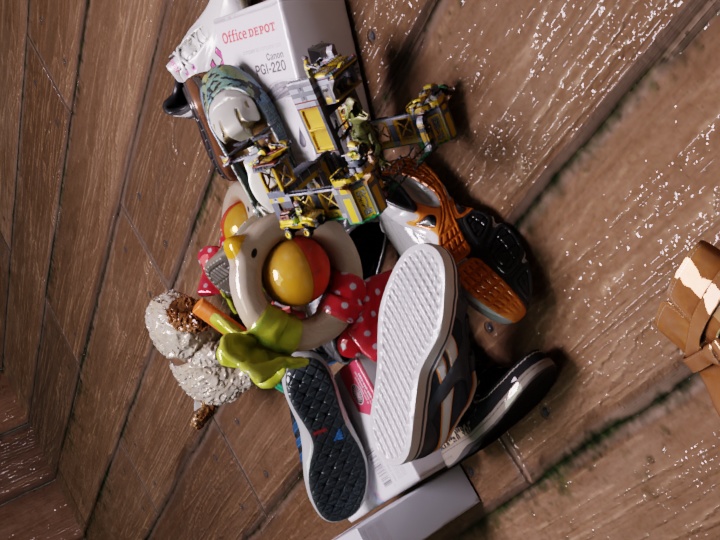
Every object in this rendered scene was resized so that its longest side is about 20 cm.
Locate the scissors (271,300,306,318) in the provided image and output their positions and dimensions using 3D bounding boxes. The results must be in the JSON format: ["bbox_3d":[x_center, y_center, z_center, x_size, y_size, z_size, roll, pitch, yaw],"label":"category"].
[{"bbox_3d":[-0.100,0.041,1.145,0.200,0.072,0.014,90,177,-72],"label":"scissors"}]

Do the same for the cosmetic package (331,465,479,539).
[{"bbox_3d":[0.026,0.299,1.086,0.052,0.149,0.200,60,147,13],"label":"cosmetic package"}]

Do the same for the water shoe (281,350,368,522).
[{"bbox_3d":[-0.038,0.174,1.049,0.079,0.070,0.203,-124,22,-72],"label":"water shoe"}]

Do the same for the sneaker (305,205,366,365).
[{"bbox_3d":[-0.029,0.021,1.088,0.082,0.072,0.202,45,132,37],"label":"sneaker"}]

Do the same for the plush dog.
[{"bbox_3d":[-0.224,0.101,1.300,0.172,0.161,0.199,51,154,-21],"label":"plush dog"}]

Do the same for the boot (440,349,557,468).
[{"bbox_3d":[0.098,0.091,0.933,0.152,0.072,0.201,57,150,18],"label":"boot"}]

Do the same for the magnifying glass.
[{"bbox_3d":[-0.127,0.100,1.219,0.199,0.023,0.079,36,138,-17],"label":"magnifying glass"}]

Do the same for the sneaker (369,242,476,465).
[{"bbox_3d":[0.061,0.071,0.856,0.078,0.079,0.203,28,114,43],"label":"sneaker"}]

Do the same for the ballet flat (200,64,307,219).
[{"bbox_3d":[-0.104,-0.121,0.945,0.202,0.074,0.074,58,147,7],"label":"ballet flat"}]

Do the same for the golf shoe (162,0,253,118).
[{"bbox_3d":[-0.178,-0.250,1.120,0.073,0.091,0.201,54,144,22],"label":"golf shoe"}]

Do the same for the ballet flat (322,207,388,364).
[{"bbox_3d":[0.000,0.000,0.980,0.057,0.065,0.203,-135,50,-55],"label":"ballet flat"}]

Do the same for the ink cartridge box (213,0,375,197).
[{"bbox_3d":[-0.065,-0.181,0.999,0.145,0.084,0.204,5,111,55],"label":"ink cartridge box"}]

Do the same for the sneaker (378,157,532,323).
[{"bbox_3d":[0.085,-0.017,0.898,0.200,0.075,0.093,49,160,29],"label":"sneaker"}]

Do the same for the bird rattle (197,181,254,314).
[{"bbox_3d":[-0.143,-0.033,1.226,0.200,0.111,0.166,-145,58,-66],"label":"bird rattle"}]

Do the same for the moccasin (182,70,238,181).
[{"bbox_3d":[-0.151,-0.170,1.125,0.202,0.077,0.074,80,166,-62],"label":"moccasin"}]

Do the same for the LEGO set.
[{"bbox_3d":[-0.016,-0.130,0.834,0.152,0.200,0.117,2,125,46],"label":"LEGO set"}]

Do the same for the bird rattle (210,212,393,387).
[{"bbox_3d":[-0.045,0.023,0.887,0.112,0.197,0.166,-165,57,-71],"label":"bird rattle"}]

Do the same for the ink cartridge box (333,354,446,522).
[{"bbox_3d":[0.019,0.181,1.087,0.149,0.085,0.200,60,148,12],"label":"ink cartridge box"}]

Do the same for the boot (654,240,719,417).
[{"bbox_3d":[0.283,0.030,0.627,0.156,0.076,0.201,54,153,29],"label":"boot"}]

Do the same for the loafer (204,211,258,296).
[{"bbox_3d":[-0.100,-0.035,1.052,0.198,0.068,0.076,-22,122,42],"label":"loafer"}]
